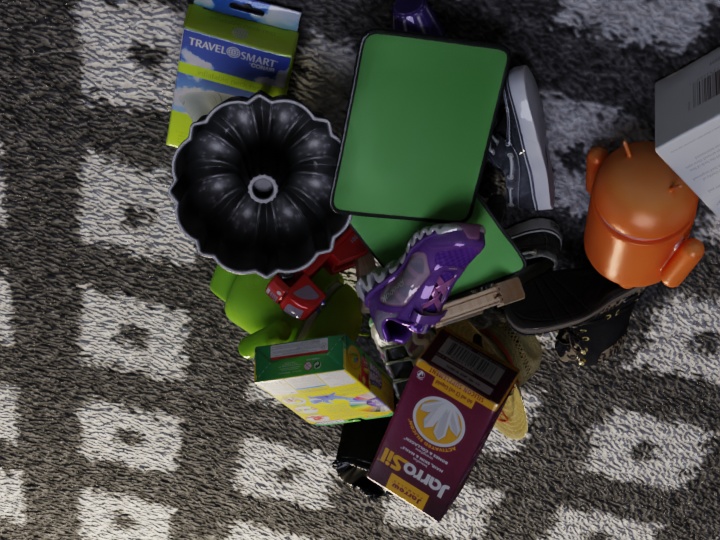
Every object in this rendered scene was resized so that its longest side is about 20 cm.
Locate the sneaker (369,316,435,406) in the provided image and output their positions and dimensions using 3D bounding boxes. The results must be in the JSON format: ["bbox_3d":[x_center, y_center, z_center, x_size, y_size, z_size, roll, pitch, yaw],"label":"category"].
[{"bbox_3d":[0.068,0.154,1.776,0.077,0.141,0.200,-17,133,28],"label":"sneaker"}]

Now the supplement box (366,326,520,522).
[{"bbox_3d":[0.097,0.185,1.652,0.109,0.086,0.202,29,125,11],"label":"supplement box"}]

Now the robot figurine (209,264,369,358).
[{"bbox_3d":[-0.084,0.039,1.675,0.199,0.175,0.117,32,120,9],"label":"robot figurine"}]

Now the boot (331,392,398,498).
[{"bbox_3d":[-0.012,0.201,1.830,0.197,0.164,0.073,31,134,-22],"label":"boot"}]

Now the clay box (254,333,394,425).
[{"bbox_3d":[-0.036,0.134,1.631,0.113,0.048,0.200,-9,157,17],"label":"clay box"}]

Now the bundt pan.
[{"bbox_3d":[-0.103,-0.099,1.471,0.199,0.076,0.205,-1,113,-2],"label":"bundt pan"}]

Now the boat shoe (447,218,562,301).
[{"bbox_3d":[0.153,0.004,1.649,0.199,0.064,0.070,-29,126,36],"label":"boat shoe"}]

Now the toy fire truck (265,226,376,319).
[{"bbox_3d":[0.000,0.000,1.614,0.141,0.200,0.049,42,157,4],"label":"toy fire truck"}]

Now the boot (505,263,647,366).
[{"bbox_3d":[0.255,0.058,1.639,0.198,0.073,0.151,-24,148,-20],"label":"boot"}]

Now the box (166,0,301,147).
[{"bbox_3d":[-0.138,-0.204,1.491,0.120,0.048,0.201,14,140,-4],"label":"box"}]

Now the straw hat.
[{"bbox_3d":[0.181,0.108,1.737,0.085,0.201,0.202,-32,139,-16],"label":"straw hat"}]

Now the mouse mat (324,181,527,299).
[{"bbox_3d":[0.073,-0.047,1.524,0.159,0.008,0.200,-20,123,32],"label":"mouse mat"}]

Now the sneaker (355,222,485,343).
[{"bbox_3d":[0.072,0.018,1.497,0.080,0.090,0.200,8,149,-33],"label":"sneaker"}]

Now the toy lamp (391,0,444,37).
[{"bbox_3d":[0.073,-0.200,1.445,0.057,0.059,0.201,-4,140,16],"label":"toy lamp"}]

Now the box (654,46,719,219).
[{"bbox_3d":[0.417,-0.131,1.409,0.151,0.107,0.200,-28,126,35],"label":"box"}]

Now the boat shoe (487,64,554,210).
[{"bbox_3d":[0.166,-0.138,1.489,0.067,0.073,0.201,-4,144,13],"label":"boat shoe"}]

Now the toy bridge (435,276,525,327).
[{"bbox_3d":[0.110,0.046,1.607,0.067,0.028,0.199,-17,177,-29],"label":"toy bridge"}]

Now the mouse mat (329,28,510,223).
[{"bbox_3d":[0.060,-0.143,1.412,0.159,0.008,0.202,5,118,-16],"label":"mouse mat"}]

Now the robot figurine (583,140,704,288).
[{"bbox_3d":[0.304,-0.059,1.492,0.115,0.146,0.201,-1,150,3],"label":"robot figurine"}]

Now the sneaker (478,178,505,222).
[{"bbox_3d":[0.065,-0.083,1.569,0.198,0.078,0.089,23,169,5],"label":"sneaker"}]
